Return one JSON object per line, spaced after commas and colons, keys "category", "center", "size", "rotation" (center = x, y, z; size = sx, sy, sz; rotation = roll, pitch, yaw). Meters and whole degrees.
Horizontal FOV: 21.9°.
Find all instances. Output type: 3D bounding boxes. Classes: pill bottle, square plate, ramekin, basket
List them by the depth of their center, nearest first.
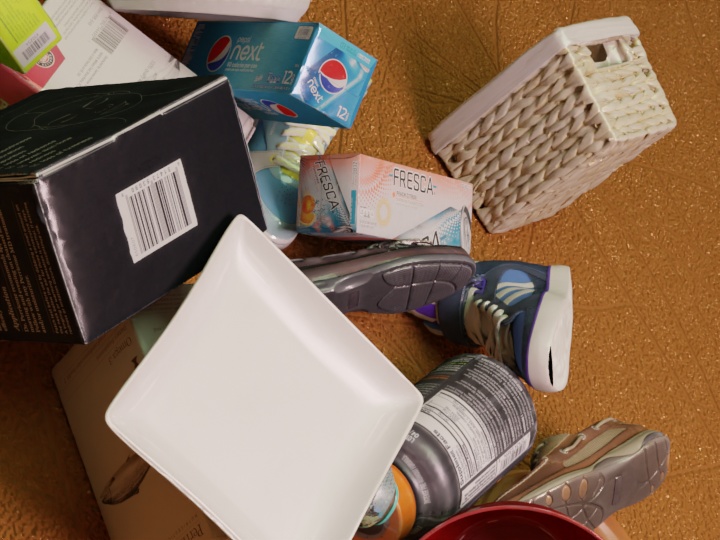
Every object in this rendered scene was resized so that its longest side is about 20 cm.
{"category": "square plate", "center": [-0.064, 0.096, 1.265], "size": [0.198, 0.028, 0.201], "rotation": [45, 50, -17]}
{"category": "pill bottle", "center": [0.052, 0.149, 1.483], "size": [0.106, 0.106, 0.200], "rotation": [51, 38, 6]}
{"category": "ramekin", "center": [-0.128, -0.263, 1.547], "size": [0.199, 0.199, 0.106], "rotation": [0, 96, -43]}
{"category": "basket", "center": [0.187, -0.137, 1.793], "size": [0.135, 0.200, 0.124], "rotation": [-18, 76, -48]}

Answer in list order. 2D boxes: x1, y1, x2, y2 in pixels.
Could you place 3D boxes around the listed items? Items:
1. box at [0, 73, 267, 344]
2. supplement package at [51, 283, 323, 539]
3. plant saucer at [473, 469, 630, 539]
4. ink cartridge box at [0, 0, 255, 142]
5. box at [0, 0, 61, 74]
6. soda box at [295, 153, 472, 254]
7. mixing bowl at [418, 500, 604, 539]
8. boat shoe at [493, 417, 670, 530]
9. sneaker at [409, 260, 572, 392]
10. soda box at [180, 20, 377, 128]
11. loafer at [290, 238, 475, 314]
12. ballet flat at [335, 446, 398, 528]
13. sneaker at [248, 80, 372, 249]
{"category": "box", "center": [-0.208, -0.045, 1.301], "size": [0.200, 0.195, 0.125], "rotation": [-34, 118, -45]}
{"category": "supplement package", "center": [-0.121, 0.124, 1.336], "size": [0.117, 0.117, 0.201], "rotation": [-1, 57, -42]}
{"category": "plant saucer", "center": [0.172, 0.252, 1.560], "size": [0.199, 0.037, 0.201], "rotation": [24, 43, -25]}
{"category": "ink cartridge box", "center": [-0.199, -0.120, 1.504], "size": [0.199, 0.085, 0.146], "rotation": [36, 39, -10]}
{"category": "box", "center": [-0.320, -0.230, 1.413], "size": [0.048, 0.199, 0.122], "rotation": [-46, 134, -16]}
{"category": "soda box", "center": [0.024, -0.055, 1.613], "size": [0.199, 0.063, 0.069], "rotation": [9, 83, -57]}
{"category": "mixing bowl", "center": [0.113, 0.253, 1.406], "size": [0.200, 0.200, 0.108], "rotation": [40, 13, -7]}
{"category": "boat shoe", "center": [0.173, 0.176, 1.553], "size": [0.199, 0.076, 0.072], "rotation": [-17, 35, -40]}
{"category": "sneaker", "center": [0.107, 0.049, 1.611], "size": [0.200, 0.145, 0.081], "rotation": [-65, 152, -66]}
{"category": "soda box", "center": [-0.075, -0.165, 1.551], "size": [0.068, 0.199, 0.065], "rotation": [27, 82, -34]}
{"category": "loafer", "center": [0.000, 0.000, 1.560], "size": [0.198, 0.072, 0.063], "rotation": [-13, 56, -22]}
{"category": "ballet flat", "center": [-0.037, 0.121, 1.395], "size": [0.074, 0.075, 0.200], "rotation": [17, 11, -32]}
{"category": "sneaker", "center": [-0.049, -0.121, 1.608], "size": [0.079, 0.131, 0.201], "rotation": [27, 43, -23]}
